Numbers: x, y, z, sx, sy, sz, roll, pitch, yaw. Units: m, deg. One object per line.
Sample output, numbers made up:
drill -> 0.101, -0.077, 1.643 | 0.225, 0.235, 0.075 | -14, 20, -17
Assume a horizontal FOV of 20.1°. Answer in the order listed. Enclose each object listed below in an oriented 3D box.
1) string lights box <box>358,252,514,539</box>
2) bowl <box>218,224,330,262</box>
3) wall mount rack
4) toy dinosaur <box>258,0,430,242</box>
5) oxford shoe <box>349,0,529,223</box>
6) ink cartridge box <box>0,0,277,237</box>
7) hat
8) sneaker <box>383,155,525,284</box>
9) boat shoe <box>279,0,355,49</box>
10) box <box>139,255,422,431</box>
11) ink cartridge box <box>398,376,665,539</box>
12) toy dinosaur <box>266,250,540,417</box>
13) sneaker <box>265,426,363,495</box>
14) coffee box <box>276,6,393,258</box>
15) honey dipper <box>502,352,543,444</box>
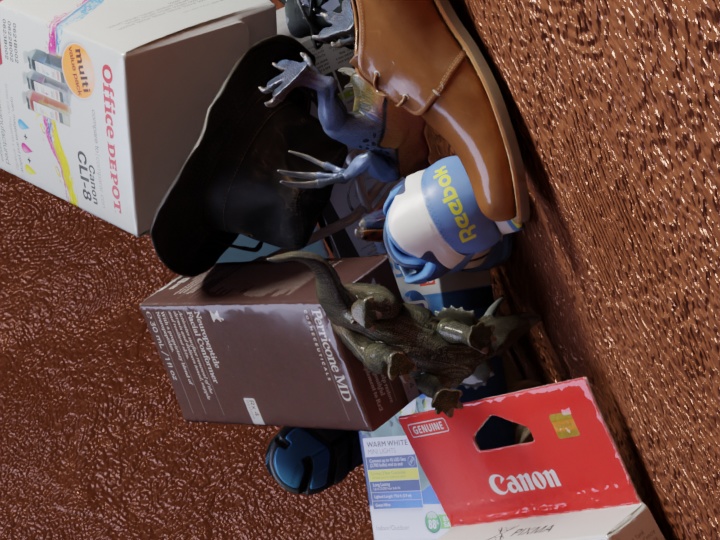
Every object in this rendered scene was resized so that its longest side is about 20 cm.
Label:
string lights box -> 0.048, 0.085, 1.428 | 0.102, 0.059, 0.202 | -9, 90, 45
bowl -> -0.108, -0.079, 1.672 | 0.201, 0.104, 0.202 | 156, 90, -89
wall mount rack -> 0.000, 0.000, 1.536 | 0.074, 0.174, 0.201 | 0, 125, 36
toy dinosaur -> 0.013, -0.079, 1.304 | 0.199, 0.105, 0.182 | 21, 160, 51
oxford shoe -> 0.035, -0.110, 1.150 | 0.201, 0.071, 0.071 | 64, 173, 2
ink cartridge box -> -0.173, -0.137, 1.511 | 0.199, 0.144, 0.147 | 24, 126, 41
hat -> -0.058, -0.062, 1.404 | 0.081, 0.201, 0.201 | 31, 165, 14
sneaker -> 0.051, -0.031, 1.285 | 0.074, 0.082, 0.200 | 63, 178, 8
boat shoe -> -0.024, -0.186, 1.406 | 0.200, 0.066, 0.075 | -123, 11, -55
box -> -0.054, 0.051, 1.416 | 0.199, 0.075, 0.101 | -3, 114, 44
ink cartridge box -> 0.106, 0.167, 1.288 | 0.199, 0.045, 0.177 | -18, 102, 54
toy dinosaur -> 0.023, 0.041, 1.294 | 0.102, 0.198, 0.078 | -159, 83, -73
sneaker -> 0.016, 0.101, 1.526 | 0.082, 0.199, 0.074 | 177, 71, -78
coffee box -> -0.020, -0.108, 1.638 | 0.113, 0.079, 0.201 | -123, 10, -68
honey dipper -> 0.096, 0.056, 1.481 | 0.201, 0.038, 0.038 | -117, 5, -45
